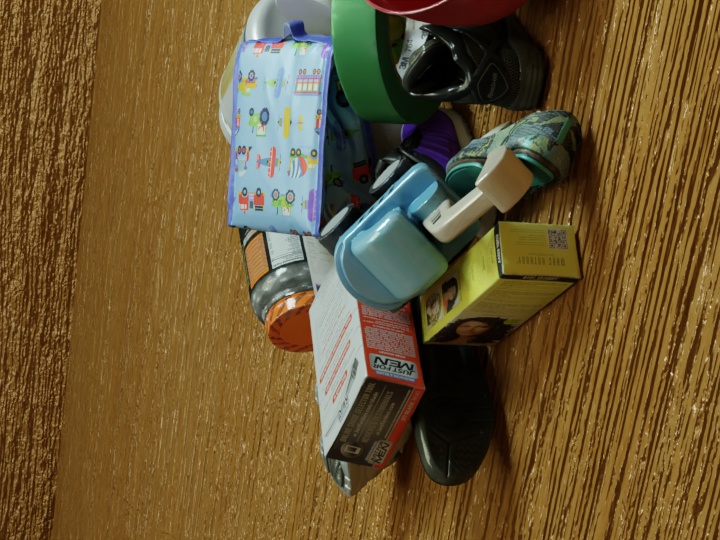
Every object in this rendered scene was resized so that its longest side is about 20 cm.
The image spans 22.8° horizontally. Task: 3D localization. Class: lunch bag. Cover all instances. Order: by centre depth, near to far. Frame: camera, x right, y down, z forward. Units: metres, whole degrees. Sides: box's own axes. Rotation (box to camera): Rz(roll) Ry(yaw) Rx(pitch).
[{"bbox_3d":[-0.062,-0.142,1.742,0.150,0.094,0.202,8,107,49],"label":"lunch bag"}]

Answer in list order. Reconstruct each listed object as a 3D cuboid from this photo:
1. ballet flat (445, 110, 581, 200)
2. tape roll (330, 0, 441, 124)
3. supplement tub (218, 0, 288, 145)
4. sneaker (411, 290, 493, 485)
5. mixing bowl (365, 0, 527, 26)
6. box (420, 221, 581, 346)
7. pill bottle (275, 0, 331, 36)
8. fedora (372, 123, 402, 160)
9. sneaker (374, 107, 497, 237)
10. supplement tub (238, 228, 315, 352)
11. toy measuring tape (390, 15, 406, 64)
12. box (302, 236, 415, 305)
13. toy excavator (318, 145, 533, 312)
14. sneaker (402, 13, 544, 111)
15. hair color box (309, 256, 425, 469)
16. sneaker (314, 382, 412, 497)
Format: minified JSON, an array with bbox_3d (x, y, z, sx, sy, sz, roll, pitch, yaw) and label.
[{"bbox_3d":[0.137,-0.101,1.558,0.200,0.074,0.075,173,98,-68],"label":"ballet flat"},{"bbox_3d":[0.035,-0.240,1.688,0.200,0.048,0.202,5,-90,-65],"label":"tape roll"},{"bbox_3d":[-0.084,-0.223,2.082,0.200,0.143,0.146,126,141,-59],"label":"supplement tub"},{"bbox_3d":[0.071,0.129,1.685,0.115,0.076,0.201,111,156,-49],"label":"sneaker"},{"bbox_3d":[0.097,-0.289,1.548,0.199,0.108,0.202,-20,56,34],"label":"mixing bowl"},{"bbox_3d":[0.119,0.015,1.573,0.200,0.075,0.051,130,139,-64],"label":"box"},{"bbox_3d":[-0.001,-0.333,1.780,0.201,0.113,0.113,-65,14,-14],"label":"pill bottle"},{"bbox_3d":[-0.005,-0.134,1.924,0.177,0.090,0.201,110,146,-48],"label":"fedora"},{"bbox_3d":[0.057,-0.104,1.718,0.200,0.099,0.070,-119,37,-55],"label":"sneaker"},{"bbox_3d":[-0.075,-0.013,2.077,0.123,0.122,0.201,115,151,-49],"label":"supplement tub"},{"bbox_3d":[0.034,-0.257,1.885,0.200,0.073,0.074,-96,12,-77],"label":"toy measuring tape"},{"bbox_3d":[0.000,0.000,1.838,0.144,0.036,0.202,13,121,51],"label":"box"},{"bbox_3d":[0.062,-0.037,1.541,0.194,0.100,0.200,-44,12,8],"label":"toy excavator"},{"bbox_3d":[0.085,-0.207,1.631,0.200,0.113,0.077,-114,32,-57],"label":"sneaker"},{"bbox_3d":[0.004,0.073,1.678,0.201,0.063,0.111,-96,26,-49],"label":"hair color box"},{"bbox_3d":[0.010,0.145,1.833,0.078,0.099,0.201,52,156,28],"label":"sneaker"}]
